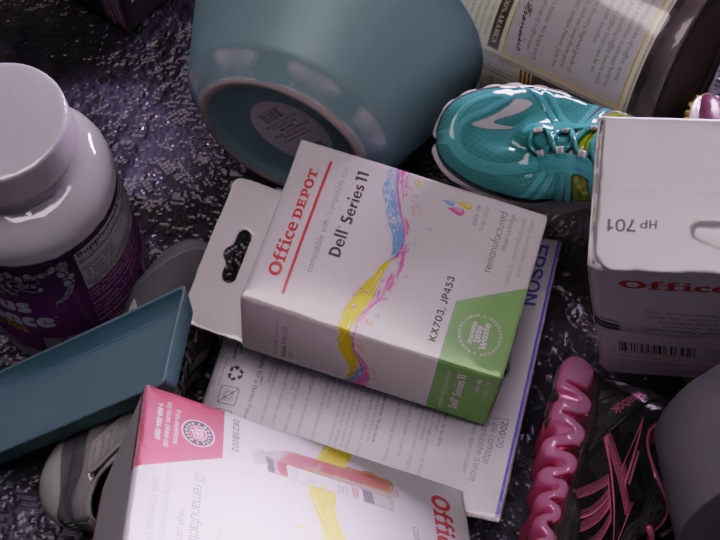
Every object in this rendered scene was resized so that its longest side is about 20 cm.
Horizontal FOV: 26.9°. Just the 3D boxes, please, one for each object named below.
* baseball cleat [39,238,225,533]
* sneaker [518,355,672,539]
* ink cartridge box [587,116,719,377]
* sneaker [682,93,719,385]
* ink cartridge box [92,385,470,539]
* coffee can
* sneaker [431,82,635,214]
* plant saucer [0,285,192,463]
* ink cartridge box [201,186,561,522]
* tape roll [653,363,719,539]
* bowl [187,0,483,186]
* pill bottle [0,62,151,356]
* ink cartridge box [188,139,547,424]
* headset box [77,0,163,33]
[{"bbox_3d":[-0.120,0.071,0.919,0.106,0.070,0.202,-1,60,53],"label":"baseball cleat"},{"bbox_3d":[0.140,0.149,0.873,0.094,0.079,0.202,15,63,0],"label":"sneaker"},{"bbox_3d":[0.200,-0.004,0.808,0.144,0.200,0.087,3,71,12],"label":"ink cartridge box"},{"bbox_3d":[0.245,-0.019,0.956,0.089,0.075,0.202,0,69,7],"label":"sneaker"},{"bbox_3d":[-0.040,0.160,0.797,0.198,0.084,0.146,20,27,-14],"label":"ink cartridge box"},{"bbox_3d":[0.133,-0.171,1.007,0.199,0.147,0.147,28,66,19],"label":"coffee can"},{"bbox_3d":[0.141,-0.070,0.887,0.197,0.080,0.079,10,85,0],"label":"sneaker"},{"bbox_3d":[-0.176,0.072,0.906,0.199,0.019,0.071,-23,43,33],"label":"plant saucer"},{"bbox_3d":[0.013,0.055,0.948,0.197,0.044,0.200,11,61,13],"label":"ink cartridge box"},{"bbox_3d":[0.261,0.101,0.809,0.198,0.201,0.067,-7,60,1],"label":"tape roll"},{"bbox_3d":[-0.032,-0.124,0.964,0.199,0.202,0.106,18,63,15],"label":"bowl"},{"bbox_3d":[-0.198,-0.033,0.926,0.111,0.201,0.113,-2,59,4],"label":"pill bottle"},{"bbox_3d":[0.000,0.000,0.902,0.198,0.068,0.118,17,62,4],"label":"ink cartridge box"},{"bbox_3d":[-0.217,-0.277,1.099,0.199,0.149,0.077,34,68,21],"label":"headset box"}]
